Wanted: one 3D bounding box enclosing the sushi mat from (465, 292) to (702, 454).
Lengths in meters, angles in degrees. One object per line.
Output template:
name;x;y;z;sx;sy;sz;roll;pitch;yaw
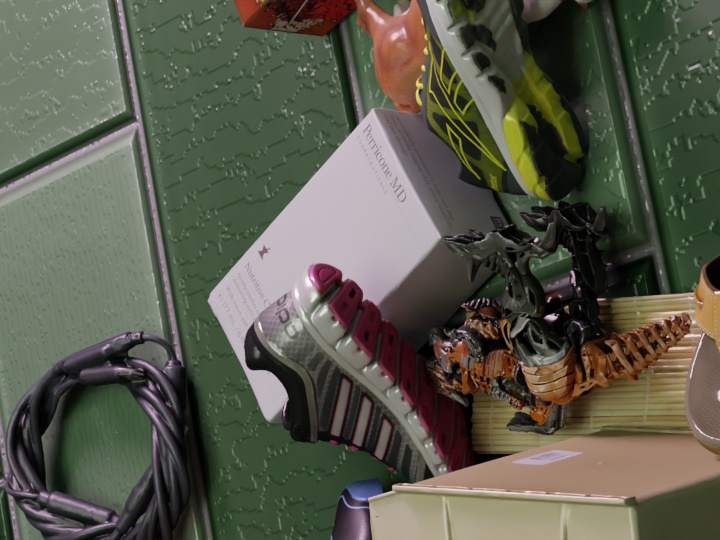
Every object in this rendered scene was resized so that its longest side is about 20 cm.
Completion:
sushi mat;0.142;0.065;1.562;0.199;0.012;0.096;-4;85;44

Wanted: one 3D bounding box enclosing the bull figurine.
bull figurine;0.072;-0.184;1.603;0.200;0.065;0.122;-37;60;35

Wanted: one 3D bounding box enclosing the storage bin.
storage bin;0.139;0.151;1.424;0.198;0.199;0.094;-2;97;44

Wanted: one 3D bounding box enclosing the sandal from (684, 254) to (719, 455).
sandal;0.221;0.007;1.408;0.080;0.054;0.201;1;65;48

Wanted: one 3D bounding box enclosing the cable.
cable;-0.192;0.138;1.876;0.199;0.051;0.164;-22;79;40

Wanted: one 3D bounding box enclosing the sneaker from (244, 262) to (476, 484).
sneaker;-0.002;0.085;1.599;0.087;0.200;0.074;-28;29;23

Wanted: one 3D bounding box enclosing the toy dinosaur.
toy dinosaur;0.118;0.032;1.536;0.199;0.102;0.137;-8;98;26

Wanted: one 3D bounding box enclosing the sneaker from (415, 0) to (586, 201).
sneaker;0.062;-0.123;1.545;0.084;0.075;0.201;-5;121;40

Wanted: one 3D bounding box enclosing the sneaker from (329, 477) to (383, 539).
sneaker;-0.014;0.215;1.617;0.201;0.077;0.070;-93;-2;-47

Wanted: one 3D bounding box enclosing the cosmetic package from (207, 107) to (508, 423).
cosmetic package;0.000;0.000;1.658;0.200;0.081;0.113;-50;55;33

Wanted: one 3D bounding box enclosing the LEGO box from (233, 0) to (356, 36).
LEGO box;-0.041;-0.283;1.706;0.149;0.077;0.201;-38;63;37
